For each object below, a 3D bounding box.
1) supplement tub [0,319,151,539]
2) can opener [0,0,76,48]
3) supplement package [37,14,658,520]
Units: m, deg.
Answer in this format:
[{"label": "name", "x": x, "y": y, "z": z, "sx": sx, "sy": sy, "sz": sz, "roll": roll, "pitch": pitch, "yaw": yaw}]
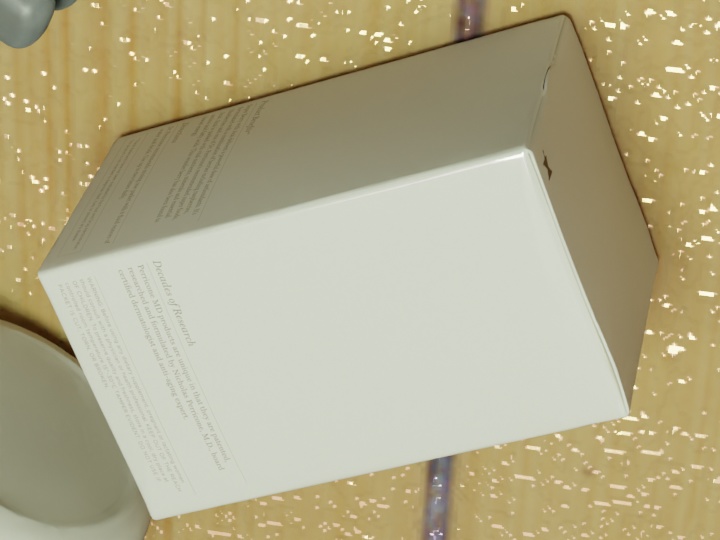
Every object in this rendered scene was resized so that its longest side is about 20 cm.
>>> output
[{"label": "supplement tub", "x": -0.192, "y": 0.128, "z": 1.136, "sx": 0.140, "sy": 0.140, "sz": 0.200, "roll": 35, "pitch": 120, "yaw": -9}, {"label": "can opener", "x": -0.187, "y": -0.164, "z": 0.999, "sx": 0.200, "sy": 0.053, "sz": 0.066, "roll": 41, "pitch": 143, "yaw": -3}, {"label": "supplement package", "x": 0.000, "y": 0.000, "z": 1.032, "sx": 0.200, "sy": 0.121, "sz": 0.120, "roll": -14, "pitch": 115, "yaw": 20}]
